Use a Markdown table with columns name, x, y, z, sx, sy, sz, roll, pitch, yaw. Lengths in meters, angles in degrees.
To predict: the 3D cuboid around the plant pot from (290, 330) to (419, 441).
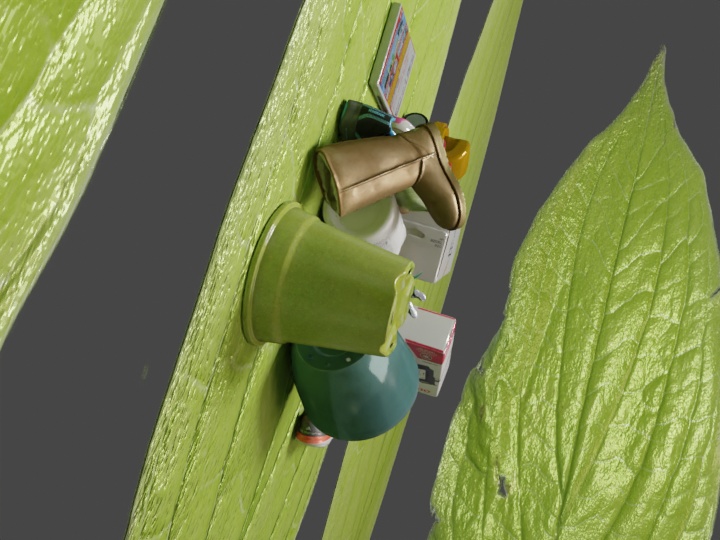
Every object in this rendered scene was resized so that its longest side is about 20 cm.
| name | x | y | z | sx | sy | sz | roll | pitch | yaw |
| --- | --- | --- | --- | --- | --- | --- | --- | --- | --- |
| plant pot | -0.019 | 0.140 | 1.237 | 0.161 | 0.200 | 0.201 | 69 | 37 | -51 |

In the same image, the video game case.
| name | x | y | z | sx | sy | sz | roll | pitch | yaw |
| --- | --- | --- | --- | --- | --- | --- | --- | --- | --- |
| video game case | 0.058 | -0.352 | 1.372 | 0.200 | 0.017 | 0.144 | 39 | 66 | -77 |

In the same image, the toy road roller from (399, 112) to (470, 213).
| name | x | y | z | sx | sy | sz | roll | pitch | yaw |
| --- | --- | --- | --- | --- | --- | --- | --- | --- | --- |
| toy road roller | 0.136 | -0.208 | 1.584 | 0.123 | 0.145 | 0.201 | 81 | 27 | -61 |

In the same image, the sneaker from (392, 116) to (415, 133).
| name | x | y | z | sx | sy | sz | roll | pitch | yaw |
| --- | --- | --- | --- | --- | --- | --- | --- | --- | --- |
| sneaker | 0.057 | -0.182 | 1.425 | 0.088 | 0.081 | 0.201 | -65 | 163 | -44 |

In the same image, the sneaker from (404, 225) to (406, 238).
| name | x | y | z | sx | sy | sz | roll | pitch | yaw |
| --- | --- | --- | --- | --- | --- | --- | --- | --- | --- |
| sneaker | 0.038 | -0.030 | 1.549 | 0.201 | 0.075 | 0.092 | 89 | 25 | -48 |

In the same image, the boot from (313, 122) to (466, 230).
| name | x | y | z | sx | sy | sz | roll | pitch | yaw |
| --- | --- | --- | --- | --- | --- | --- | --- | --- | --- |
| boot | 0.044 | -0.115 | 1.144 | 0.199 | 0.066 | 0.176 | -22 | 92 | -31 |

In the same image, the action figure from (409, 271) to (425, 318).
| name | x | y | z | sx | sy | sz | roll | pitch | yaw |
| --- | --- | --- | --- | --- | --- | --- | --- | --- | --- |
| action figure | 0.022 | 0.071 | 1.392 | 0.055 | 0.199 | 0.118 | 52 | 48 | -22 |

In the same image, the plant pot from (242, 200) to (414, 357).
| name | x | y | z | sx | sy | sz | roll | pitch | yaw |
| --- | --- | --- | --- | --- | --- | --- | --- | --- | --- |
| plant pot | -0.031 | 0.028 | 1.048 | 0.200 | 0.183 | 0.201 | 16 | 90 | -77 |

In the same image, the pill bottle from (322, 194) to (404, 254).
| name | x | y | z | sx | sy | sz | roll | pitch | yaw |
| --- | --- | --- | --- | --- | --- | --- | --- | --- | --- |
| pill bottle | 0.012 | -0.071 | 1.279 | 0.200 | 0.114 | 0.115 | 59 | 48 | -73 |

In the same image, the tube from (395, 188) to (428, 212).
| name | x | y | z | sx | sy | sz | roll | pitch | yaw |
| --- | --- | --- | --- | --- | --- | --- | --- | --- | --- |
| tube | 0.072 | -0.125 | 1.301 | 0.058 | 0.200 | 0.052 | -39 | 122 | -7 |

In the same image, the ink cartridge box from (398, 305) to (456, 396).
| name | x | y | z | sx | sy | sz | roll | pitch | yaw |
| --- | --- | --- | --- | --- | --- | --- | --- | --- | --- |
| ink cartridge box | 0.102 | 0.155 | 1.557 | 0.200 | 0.144 | 0.085 | 88 | 22 | -57 |

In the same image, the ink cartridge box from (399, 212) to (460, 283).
| name | x | y | z | sx | sy | sz | roll | pitch | yaw |
| --- | --- | --- | --- | --- | --- | --- | --- | --- | --- |
| ink cartridge box | 0.129 | -0.070 | 1.718 | 0.200 | 0.146 | 0.145 | -24 | 128 | -74 |

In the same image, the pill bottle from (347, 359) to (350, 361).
| name | x | y | z | sx | sy | sz | roll | pitch | yaw |
| --- | --- | --- | --- | --- | --- | --- | --- | --- | --- |
| pill bottle | 0.006 | 0.203 | 1.493 | 0.200 | 0.113 | 0.114 | 68 | 38 | -50 |

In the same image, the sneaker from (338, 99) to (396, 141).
| name | x | y | z | sx | sy | sz | roll | pitch | yaw |
| --- | --- | --- | --- | --- | --- | --- | --- | --- | --- |
| sneaker | 0.016 | -0.184 | 1.240 | 0.200 | 0.081 | 0.074 | 78 | 28 | -66 |

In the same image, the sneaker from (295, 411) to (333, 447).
| name | x | y | z | sx | sy | sz | roll | pitch | yaw |
| --- | --- | --- | --- | --- | --- | --- | --- | --- | --- |
| sneaker | -0.058 | 0.264 | 1.473 | 0.200 | 0.077 | 0.082 | -23 | 121 | -75 |

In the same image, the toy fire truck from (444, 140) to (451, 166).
| name | x | y | z | sx | sy | sz | roll | pitch | yaw |
| --- | --- | --- | --- | --- | --- | --- | --- | --- | --- |
| toy fire truck | 0.127 | -0.187 | 1.416 | 0.141 | 0.048 | 0.201 | 104 | -3 | -51 |
